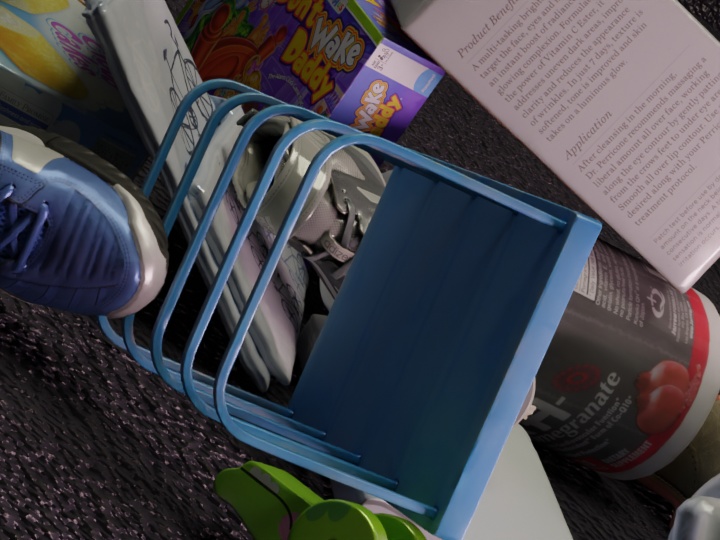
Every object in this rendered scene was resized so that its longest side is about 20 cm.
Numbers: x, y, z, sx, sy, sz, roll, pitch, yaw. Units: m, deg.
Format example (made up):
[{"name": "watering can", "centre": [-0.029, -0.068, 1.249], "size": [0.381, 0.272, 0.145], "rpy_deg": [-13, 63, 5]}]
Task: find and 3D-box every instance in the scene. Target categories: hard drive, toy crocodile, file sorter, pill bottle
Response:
[{"name": "hard drive", "centre": [0.039, 0.097, 1.382], "size": [0.132, 0.026, 0.200], "rpy_deg": [30, 15, -18]}, {"name": "toy crocodile", "centre": [0.022, 0.141, 1.158], "size": [0.200, 0.062, 0.068], "rpy_deg": [36, 3, 17]}, {"name": "file sorter", "centre": [-0.016, 0.007, 1.240], "size": [0.123, 0.139, 0.200], "rpy_deg": [23, 1, -22]}, {"name": "pill bottle", "centre": [0.081, 0.024, 1.532], "size": [0.200, 0.111, 0.111], "rpy_deg": [26, 17, -30]}]

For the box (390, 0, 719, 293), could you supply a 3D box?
[{"name": "box", "centre": [0.122, -0.105, 1.547], "size": [0.200, 0.106, 0.152], "rpy_deg": [43, 8, -10]}]

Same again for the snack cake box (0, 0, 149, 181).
[{"name": "snack cake box", "centre": [-0.174, -0.097, 1.439], "size": [0.115, 0.067, 0.200], "rpy_deg": [28, 17, -23]}]

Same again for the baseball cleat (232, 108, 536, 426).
[{"name": "baseball cleat", "centre": [0.000, 0.000, 1.393], "size": [0.106, 0.070, 0.200], "rpy_deg": [25, 19, -51]}]

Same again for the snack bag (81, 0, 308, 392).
[{"name": "snack bag", "centre": [-0.073, -0.056, 1.426], "size": [0.189, 0.021, 0.200], "rpy_deg": [-77, 144, -75]}]

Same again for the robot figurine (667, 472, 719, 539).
[{"name": "robot figurine", "centre": [0.221, 0.152, 1.433], "size": [0.169, 0.113, 0.200], "rpy_deg": [11, -3, 37]}]

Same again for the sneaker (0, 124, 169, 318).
[{"name": "sneaker", "centre": [-0.173, -0.030, 1.233], "size": [0.200, 0.076, 0.077], "rpy_deg": [24, 22, 14]}]

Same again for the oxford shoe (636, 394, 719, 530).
[{"name": "oxford shoe", "centre": [0.182, 0.091, 1.610], "size": [0.070, 0.075, 0.200], "rpy_deg": [18, 22, -46]}]

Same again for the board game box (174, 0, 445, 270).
[{"name": "board game box", "centre": [-0.041, -0.107, 1.625], "size": [0.045, 0.135, 0.200], "rpy_deg": [26, 17, -32]}]
